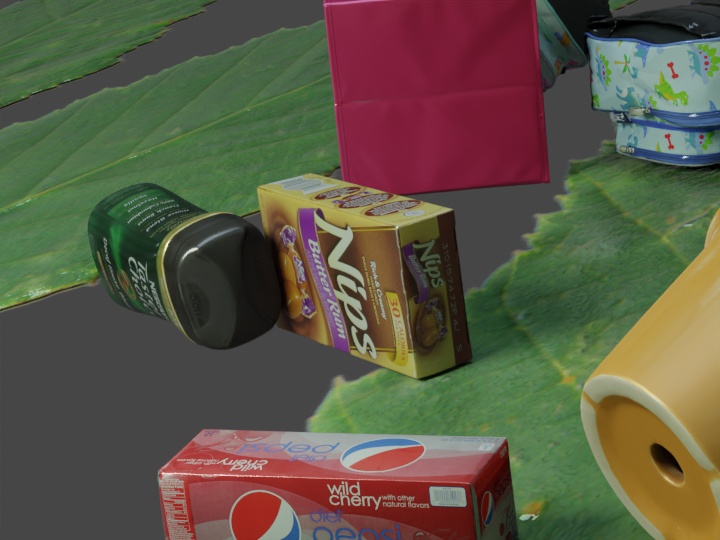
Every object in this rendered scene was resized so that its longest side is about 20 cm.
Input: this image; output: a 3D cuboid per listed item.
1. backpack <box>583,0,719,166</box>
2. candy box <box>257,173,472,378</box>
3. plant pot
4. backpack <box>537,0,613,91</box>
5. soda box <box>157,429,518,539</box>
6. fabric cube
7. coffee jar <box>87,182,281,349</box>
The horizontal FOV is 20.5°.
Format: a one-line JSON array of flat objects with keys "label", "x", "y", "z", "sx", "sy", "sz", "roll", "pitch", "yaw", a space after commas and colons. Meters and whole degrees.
[{"label": "backpack", "x": 0.329, "y": -0.179, "z": 1.871, "sx": 0.182, "sy": 0.148, "sz": 0.200, "roll": -15, "pitch": 13, "yaw": -21}, {"label": "candy box", "x": 0.000, "y": 0.000, "z": 1.491, "sx": 0.056, "sy": 0.117, "sz": 0.200, "roll": -18, "pitch": 19, "yaw": -31}, {"label": "plant pot", "x": 0.228, "y": 0.063, "z": 1.088, "sx": 0.183, "sy": 0.201, "sz": 0.200, "roll": -33, "pitch": 25, "yaw": -21}, {"label": "backpack", "x": 0.161, "y": -0.287, "z": 2.265, "sx": 0.200, "sy": 0.176, "sz": 0.154, "roll": -4, "pitch": 44, "yaw": 54}, {"label": "soda box", "x": -0.014, "y": 0.134, "z": 1.150, "sx": 0.199, "sy": 0.064, "sz": 0.070, "roll": 0, "pitch": 18, "yaw": 23}, {"label": "fabric cube", "x": 0.075, "y": -0.190, "z": 1.944, "sx": 0.198, "sy": 0.201, "sz": 0.196, "roll": -5, "pitch": 16, "yaw": 2}, {"label": "coffee jar", "x": -0.141, "y": -0.004, "z": 1.592, "sx": 0.085, "sy": 0.105, "sz": 0.200, "roll": -26, "pitch": 22, "yaw": -24}]
